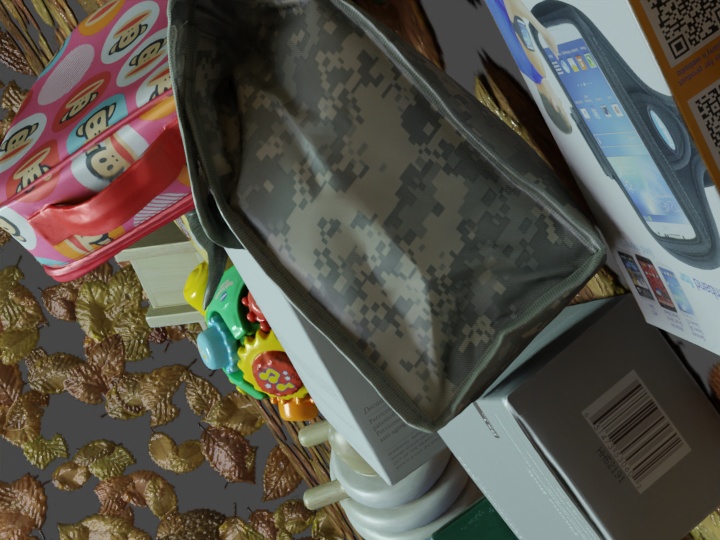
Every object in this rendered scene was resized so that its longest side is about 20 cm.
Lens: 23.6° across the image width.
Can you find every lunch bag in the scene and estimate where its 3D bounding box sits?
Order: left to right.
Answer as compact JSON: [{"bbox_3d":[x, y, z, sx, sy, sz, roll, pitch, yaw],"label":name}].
[{"bbox_3d":[-0.106,-0.084,0.900,0.082,0.199,0.177,47,-148,-26],"label":"lunch bag"},{"bbox_3d":[0.001,-0.040,0.725,0.200,0.118,0.164,45,-174,6],"label":"lunch bag"}]

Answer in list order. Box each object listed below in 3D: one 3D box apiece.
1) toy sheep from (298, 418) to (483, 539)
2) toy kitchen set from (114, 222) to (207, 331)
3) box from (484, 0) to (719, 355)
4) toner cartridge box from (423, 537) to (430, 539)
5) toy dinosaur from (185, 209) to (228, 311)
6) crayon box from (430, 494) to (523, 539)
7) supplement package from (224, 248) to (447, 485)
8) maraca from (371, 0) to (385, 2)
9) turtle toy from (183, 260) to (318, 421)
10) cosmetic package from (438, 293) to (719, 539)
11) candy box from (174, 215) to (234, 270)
[{"bbox_3d":[0.040,0.143,1.237,0.138,0.138,0.200,47,-174,39],"label":"toy sheep"},{"bbox_3d":[-0.067,-0.030,1.367,0.201,0.178,0.164,-76,-28,-46],"label":"toy kitchen set"},{"bbox_3d":[0.110,-0.039,0.597,0.201,0.041,0.119,62,168,-19],"label":"box"},{"bbox_3d":[0.084,0.218,1.154,0.199,0.043,0.096,-29,97,37],"label":"toner cartridge box"},{"bbox_3d":[-0.070,-0.065,1.098,0.101,0.202,0.077,13,169,24],"label":"toy dinosaur"},{"bbox_3d":[0.124,0.230,0.987,0.201,0.051,0.126,57,-174,22],"label":"crayon box"},{"bbox_3d":[0.000,0.000,1.012,0.201,0.117,0.117,61,169,-29],"label":"supplement package"},{"bbox_3d":[-0.052,-0.178,0.746,0.199,0.107,0.138,28,158,46],"label":"maraca"},{"bbox_3d":[-0.036,0.030,1.205,0.145,0.200,0.102,35,-142,-17],"label":"turtle toy"},{"bbox_3d":[0.106,0.081,0.861,0.107,0.090,0.200,52,167,0],"label":"cosmetic package"},{"bbox_3d":[-0.107,-0.101,1.201,0.200,0.116,0.057,49,168,38],"label":"candy box"}]
